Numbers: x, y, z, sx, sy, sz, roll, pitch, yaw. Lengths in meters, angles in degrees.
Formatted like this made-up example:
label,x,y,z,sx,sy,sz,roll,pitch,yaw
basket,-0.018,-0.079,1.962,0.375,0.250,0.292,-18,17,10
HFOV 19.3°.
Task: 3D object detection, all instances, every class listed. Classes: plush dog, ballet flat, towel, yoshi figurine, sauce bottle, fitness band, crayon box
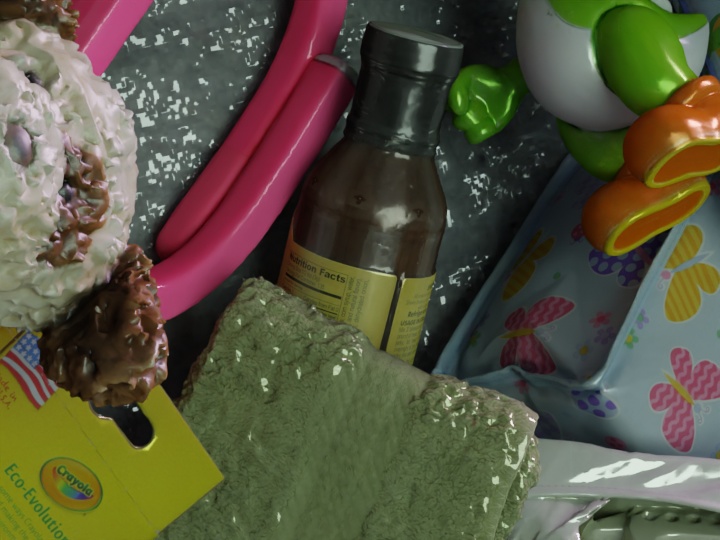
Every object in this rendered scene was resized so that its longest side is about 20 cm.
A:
label,x,y,z,sx,sy,sz,roll,pitch,yaw
plush dog,-0.149,-0.021,0.682,0.171,0.160,0.201,-15,86,-33
ballet flat,0.104,0.107,0.846,0.199,0.069,0.070,2,97,1
towel,-0.027,0.116,0.833,0.148,0.036,0.200,26,101,9
yoshi figurine,0.065,-0.106,0.863,0.112,0.200,0.112,-35,160,16
sauce bottle,0.000,0.000,0.862,0.065,0.065,0.201,7,105,-34
fitness band,-0.066,-0.072,0.814,0.200,0.037,0.144,-58,145,-13
crayon box,-0.163,0.088,0.769,0.200,0.051,0.127,-37,122,-11

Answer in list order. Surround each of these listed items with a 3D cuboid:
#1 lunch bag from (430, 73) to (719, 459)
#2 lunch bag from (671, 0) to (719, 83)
label,x,y,z,sx,sy,sz,roll,pitch,yaw
lunch bag,0.154,0.026,0.954,0.170,0.127,0.200,51,57,-28
lunch bag,0.214,-0.074,0.935,0.082,0.200,0.161,-31,129,18
